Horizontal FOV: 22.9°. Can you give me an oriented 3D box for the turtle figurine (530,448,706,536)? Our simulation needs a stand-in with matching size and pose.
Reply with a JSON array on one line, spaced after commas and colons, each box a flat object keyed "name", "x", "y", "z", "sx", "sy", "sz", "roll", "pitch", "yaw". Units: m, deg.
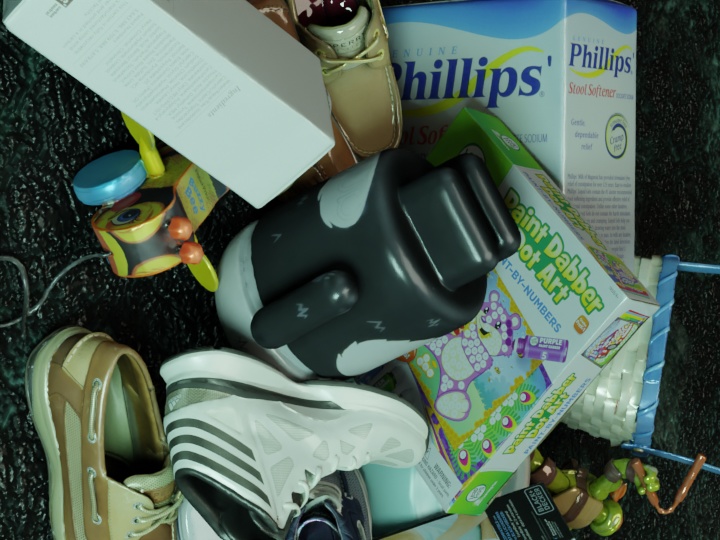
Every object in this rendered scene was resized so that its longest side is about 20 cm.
[{"name": "turtle figurine", "x": 0.169, "y": 0.179, "z": 1.444, "sx": 0.161, "sy": 0.200, "sz": 0.064, "roll": 26, "pitch": 38, "yaw": -33}]

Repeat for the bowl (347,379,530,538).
[{"name": "bowl", "x": 0.052, "y": 0.147, "z": 1.315, "sx": 0.201, "sy": 0.105, "sz": 0.201, "roll": -1, "pitch": 91, "yaw": -51}]

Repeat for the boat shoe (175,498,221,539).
[{"name": "boat shoe", "x": -0.094, "y": 0.224, "z": 1.167, "sx": 0.072, "sy": 0.066, "sz": 0.200, "roll": -18, "pitch": 103, "yaw": -27}]

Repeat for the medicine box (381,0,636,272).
[{"name": "medicine box", "x": 0.099, "y": -0.094, "z": 1.300, "sx": 0.103, "sy": 0.182, "sz": 0.200, "roll": -3, "pitch": 94, "yaw": -51}]

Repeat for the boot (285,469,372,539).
[{"name": "boot", "x": -0.025, "y": 0.165, "z": 1.168, "sx": 0.090, "sy": 0.073, "sz": 0.200, "roll": 84, "pitch": -8, "yaw": -47}]

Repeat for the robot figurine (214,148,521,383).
[{"name": "robot figurine", "x": 0.001, "y": 0.001, "z": 1.131, "sx": 0.150, "sy": 0.200, "sz": 0.125, "roll": 31, "pitch": 42, "yaw": -46}]

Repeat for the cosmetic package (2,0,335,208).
[{"name": "cosmetic package", "x": -0.112, "y": -0.134, "z": 1.059, "sx": 0.200, "sy": 0.074, "sz": 0.102, "roll": 38, "pitch": 25, "yaw": -29}]

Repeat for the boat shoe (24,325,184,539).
[{"name": "boat shoe", "x": -0.147, "y": 0.132, "z": 1.089, "sx": 0.076, "sy": 0.074, "sz": 0.200, "roll": -34, "pitch": 117, "yaw": -45}]

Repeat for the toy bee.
[{"name": "toy bee", "x": -0.124, "y": -0.027, "z": 1.087, "sx": 0.131, "sy": 0.109, "sz": 0.200, "roll": 49, "pitch": 55, "yaw": -42}]

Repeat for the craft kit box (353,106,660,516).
[{"name": "craft kit box", "x": 0.076, "y": 0.027, "z": 1.202, "sx": 0.048, "sy": 0.200, "sz": 0.198, "roll": 15, "pitch": 120, "yaw": -48}]

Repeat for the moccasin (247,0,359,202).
[{"name": "moccasin", "x": -0.053, "y": -0.088, "z": 1.201, "sx": 0.078, "sy": 0.074, "sz": 0.202, "roll": -40, "pitch": 125, "yaw": -32}]

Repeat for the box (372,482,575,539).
[{"name": "box", "x": 0.050, "y": 0.235, "z": 1.240, "sx": 0.200, "sy": 0.060, "sz": 0.117, "roll": -16, "pitch": 132, "yaw": -10}]

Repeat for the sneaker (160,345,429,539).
[{"name": "sneaker", "x": -0.040, "y": 0.127, "z": 1.106, "sx": 0.200, "sy": 0.076, "sz": 0.116, "roll": 18, "pitch": 59, "yaw": -35}]

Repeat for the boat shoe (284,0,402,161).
[{"name": "boat shoe", "x": -0.019, "y": -0.164, "z": 1.211, "sx": 0.074, "sy": 0.066, "sz": 0.200, "roll": -24, "pitch": 103, "yaw": -8}]

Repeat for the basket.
[{"name": "basket", "x": 0.252, "y": 0.069, "z": 1.480, "sx": 0.139, "sy": 0.200, "sz": 0.177, "roll": 61, "pitch": 42, "yaw": -69}]
